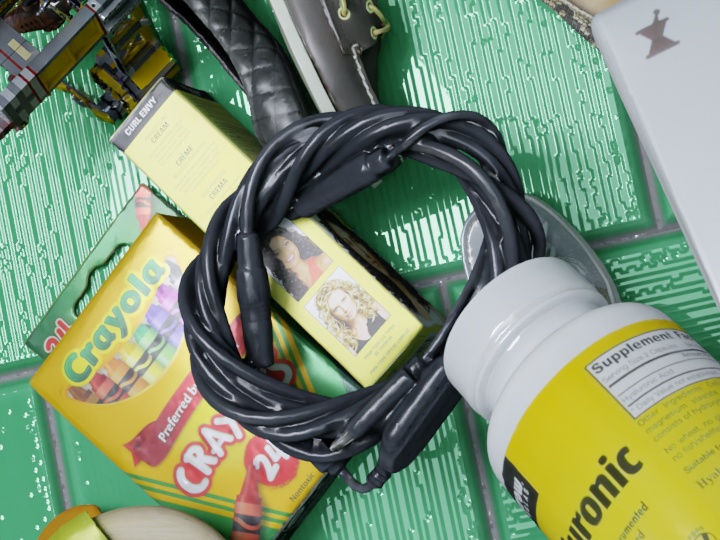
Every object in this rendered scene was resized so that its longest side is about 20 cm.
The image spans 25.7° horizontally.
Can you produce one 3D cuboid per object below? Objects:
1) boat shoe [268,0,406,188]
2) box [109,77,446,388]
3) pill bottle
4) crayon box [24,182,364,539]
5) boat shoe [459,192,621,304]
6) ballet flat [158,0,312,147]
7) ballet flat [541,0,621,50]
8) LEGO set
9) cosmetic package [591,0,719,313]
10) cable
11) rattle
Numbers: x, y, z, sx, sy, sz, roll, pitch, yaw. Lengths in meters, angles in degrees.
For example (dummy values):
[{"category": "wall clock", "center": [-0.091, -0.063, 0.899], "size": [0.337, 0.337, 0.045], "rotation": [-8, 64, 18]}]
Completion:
[{"category": "boat shoe", "center": [-0.019, -0.145, 0.868], "size": [0.060, 0.072, 0.202], "rotation": [-27, 90, 1]}, {"category": "box", "center": [-0.043, -0.021, 0.872], "size": [0.200, 0.075, 0.050], "rotation": [43, 99, 10]}, {"category": "pill bottle", "center": [0.126, 0.085, 0.707], "size": [0.111, 0.111, 0.200], "rotation": [-48, 53, 8]}, {"category": "crayon box", "center": [-0.096, 0.059, 0.894], "size": [0.200, 0.051, 0.127], "rotation": [39, 98, 12]}, {"category": "boat shoe", "center": [0.100, 0.048, 0.823], "size": [0.074, 0.065, 0.203], "rotation": [-27, 69, 25]}, {"category": "ballet flat", "center": [-0.076, -0.118, 0.880], "size": [0.057, 0.067, 0.201], "rotation": [-30, 70, -9]}, {"category": "ballet flat", "center": [0.127, -0.156, 0.832], "size": [0.199, 0.075, 0.068], "rotation": [31, 95, 12]}, {"category": "LEGO set", "center": [-0.205, -0.140, 0.872], "size": [0.200, 0.154, 0.116], "rotation": [42, 81, 4]}, {"category": "cosmetic package", "center": [0.227, -0.041, 0.719], "size": [0.164, 0.200, 0.166], "rotation": [-25, 60, 12]}, {"category": "cable", "center": [0.000, 0.000, 0.804], "size": [0.163, 0.051, 0.201], "rotation": [37, 100, 17]}, {"category": "rattle", "center": [-0.090, 0.207, 0.868], "size": [0.199, 0.143, 0.131], "rotation": [19, 67, -10]}]
